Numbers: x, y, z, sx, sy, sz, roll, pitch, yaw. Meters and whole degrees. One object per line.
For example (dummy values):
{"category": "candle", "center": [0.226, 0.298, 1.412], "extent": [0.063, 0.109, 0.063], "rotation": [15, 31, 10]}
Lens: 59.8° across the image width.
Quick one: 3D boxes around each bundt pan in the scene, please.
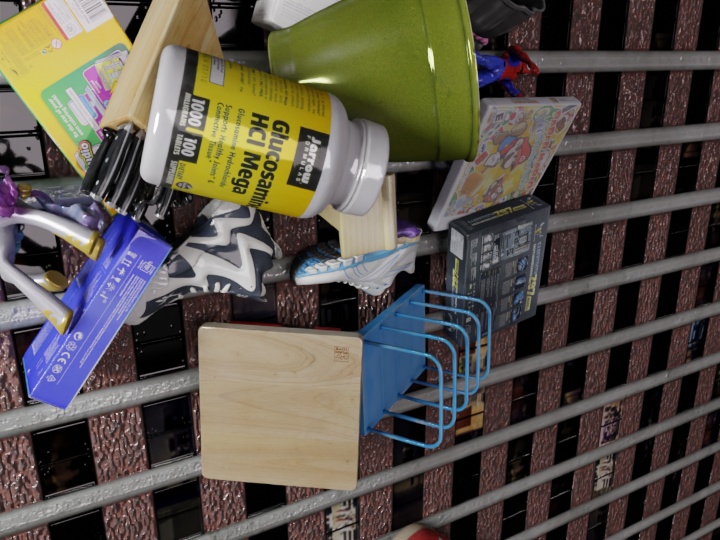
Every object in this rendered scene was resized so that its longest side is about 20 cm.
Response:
{"category": "bundt pan", "center": [0.130, -0.365, 0.748], "extent": [0.200, 0.075, 0.205], "rotation": [21, 53, -31]}

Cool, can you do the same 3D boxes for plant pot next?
{"category": "plant pot", "center": [0.008, -0.198, 0.650], "extent": [0.189, 0.201, 0.204], "rotation": [-10, 113, 2]}

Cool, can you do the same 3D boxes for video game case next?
{"category": "video game case", "center": [0.198, -0.147, 0.872], "extent": [0.180, 0.023, 0.202], "rotation": [-11, 138, -33]}

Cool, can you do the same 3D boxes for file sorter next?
{"category": "file sorter", "center": [0.090, 0.124, 0.848], "extent": [0.199, 0.121, 0.141], "rotation": [-33, 125, -54]}

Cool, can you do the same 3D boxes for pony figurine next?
{"category": "pony figurine", "center": [-0.341, -0.053, 0.576], "extent": [0.198, 0.167, 0.194], "rotation": [24, 118, -13]}

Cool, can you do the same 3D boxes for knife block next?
{"category": "knife block", "center": [-0.202, -0.154, 0.586], "extent": [0.175, 0.063, 0.203], "rotation": [-32, 114, -45]}

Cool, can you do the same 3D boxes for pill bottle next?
{"category": "pill bottle", "center": [-0.080, -0.110, 0.541], "extent": [0.197, 0.112, 0.114], "rotation": [11, 101, -21]}

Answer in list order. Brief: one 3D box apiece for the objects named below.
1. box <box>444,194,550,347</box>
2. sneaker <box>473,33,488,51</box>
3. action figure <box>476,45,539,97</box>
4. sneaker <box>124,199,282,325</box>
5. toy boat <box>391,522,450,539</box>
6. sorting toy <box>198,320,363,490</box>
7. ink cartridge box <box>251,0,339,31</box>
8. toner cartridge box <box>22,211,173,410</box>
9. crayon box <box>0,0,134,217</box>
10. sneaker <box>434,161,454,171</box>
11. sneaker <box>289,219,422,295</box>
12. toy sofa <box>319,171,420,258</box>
{"category": "box", "center": [0.204, 0.002, 0.947], "extent": [0.156, 0.051, 0.203], "rotation": [-19, 127, -23]}
{"category": "sneaker", "center": [0.080, -0.304, 0.796], "extent": [0.198, 0.080, 0.096], "rotation": [0, 143, -42]}
{"category": "action figure", "center": [0.193, -0.253, 0.833], "extent": [0.199, 0.099, 0.066], "rotation": [-25, 149, -45]}
{"category": "sneaker", "center": [-0.174, 0.015, 0.735], "extent": [0.200, 0.079, 0.130], "rotation": [-50, 115, -19]}
{"category": "toy boat", "center": [0.120, 0.516, 1.036], "extent": [0.200, 0.130, 0.131], "rotation": [41, 84, -33]}
{"category": "sorting toy", "center": [-0.096, 0.161, 0.790], "extent": [0.196, 0.070, 0.203], "rotation": [3, 104, 4]}
{"category": "ink cartridge box", "center": [-0.035, -0.357, 0.703], "extent": [0.116, 0.067, 0.203], "rotation": [13, 100, -33]}
{"category": "toner cartridge box", "center": [-0.284, 0.036, 0.670], "extent": [0.043, 0.095, 0.202], "rotation": [34, 88, -35]}
{"category": "crayon box", "center": [-0.267, -0.172, 0.635], "extent": [0.118, 0.058, 0.202], "rotation": [-37, 121, -14]}
{"category": "sneaker", "center": [0.122, -0.177, 0.848], "extent": [0.198, 0.077, 0.086], "rotation": [20, 102, -36]}
{"category": "sneaker", "center": [0.000, 0.000, 0.839], "extent": [0.197, 0.075, 0.088], "rotation": [-16, 119, -25]}
{"category": "toy sofa", "center": [-0.012, -0.090, 0.724], "extent": [0.096, 0.200, 0.084], "rotation": [-12, 114, -18]}
